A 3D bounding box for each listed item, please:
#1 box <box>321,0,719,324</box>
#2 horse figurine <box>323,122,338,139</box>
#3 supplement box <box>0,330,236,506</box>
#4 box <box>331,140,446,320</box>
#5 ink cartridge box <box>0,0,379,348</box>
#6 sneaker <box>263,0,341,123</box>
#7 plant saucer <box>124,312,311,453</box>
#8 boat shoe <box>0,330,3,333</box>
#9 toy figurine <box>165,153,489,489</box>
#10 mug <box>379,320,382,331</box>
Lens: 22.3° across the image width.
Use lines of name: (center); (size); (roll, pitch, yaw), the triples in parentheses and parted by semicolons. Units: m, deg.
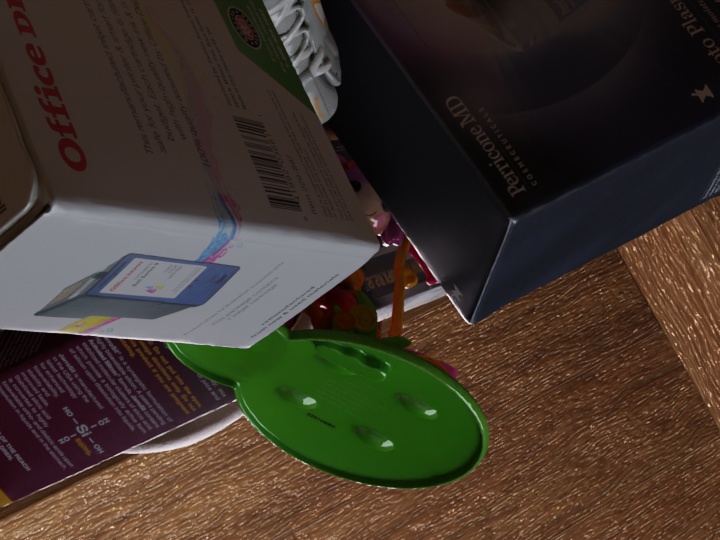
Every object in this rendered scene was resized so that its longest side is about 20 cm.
box: (0.097, -0.111, 1.014); (0.198, 0.200, 0.123); (-27, 158, -20)
horse figurine: (0.018, -0.132, 1.149); (0.200, 0.050, 0.132); (-45, -154, -25)
supplement box: (-0.158, 0.052, 1.136); (0.199, 0.086, 0.110); (-25, -155, 22)
box: (0.000, -0.042, 1.402); (0.048, 0.159, 0.200); (-32, 173, 30)
ink cartridge box: (-0.104, -0.054, 0.727); (0.087, 0.146, 0.200); (-35, 157, 26)
sneaker: (-0.038, -0.121, 0.924); (0.076, 0.092, 0.200); (-29, 173, -5)
plant saucer: (-0.102, 0.054, 1.207); (0.200, 0.037, 0.201); (-28, -152, 16)
boat shoe: (-0.220, -0.013, 1.115); (0.200, 0.071, 0.069); (-32, 164, 7)
toy figurine: (0.000, 0.000, 1.070); (0.150, 0.199, 0.185); (-44, -157, 52)
mug: (-0.052, 0.019, 1.635); (0.133, 0.178, 0.200); (-4, -166, 35)
